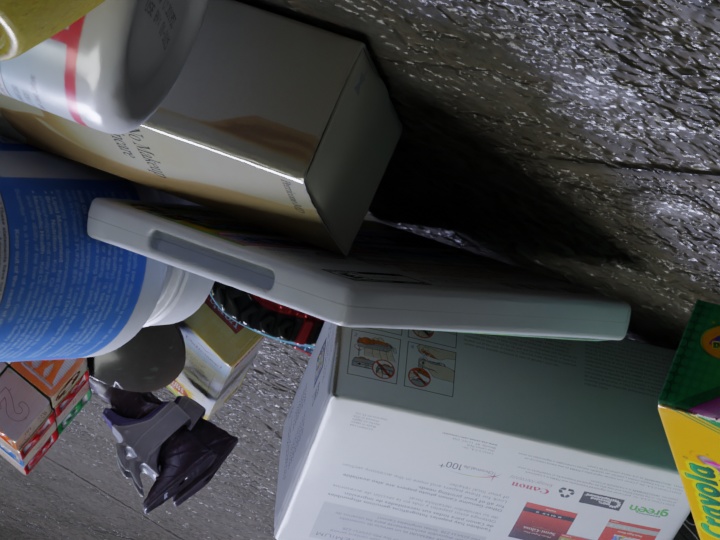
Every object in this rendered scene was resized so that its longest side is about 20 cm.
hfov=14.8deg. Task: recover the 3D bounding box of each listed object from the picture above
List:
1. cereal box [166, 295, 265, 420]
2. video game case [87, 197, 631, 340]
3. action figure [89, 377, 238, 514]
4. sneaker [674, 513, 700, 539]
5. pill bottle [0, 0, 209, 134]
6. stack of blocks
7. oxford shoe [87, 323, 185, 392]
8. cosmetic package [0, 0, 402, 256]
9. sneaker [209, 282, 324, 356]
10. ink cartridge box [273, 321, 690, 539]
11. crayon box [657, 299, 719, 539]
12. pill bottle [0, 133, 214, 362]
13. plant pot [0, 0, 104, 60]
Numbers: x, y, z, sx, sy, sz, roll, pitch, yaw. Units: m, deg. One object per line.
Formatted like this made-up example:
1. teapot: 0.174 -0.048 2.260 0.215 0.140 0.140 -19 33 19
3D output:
1. cereal box: -0.123 0.014 1.640 0.144 0.040 0.200 45 165 3
2. video game case: 0.000 0.000 1.328 0.199 0.022 0.181 4 -169 -46
3. action figure: -0.161 0.049 1.632 0.200 0.069 0.130 48 175 11
4. sneaker: 0.114 0.118 1.618 0.199 0.087 0.080 16 162 29
5. pill bottle: -0.166 -0.137 1.130 0.199 0.109 0.109 20 165 12
6. stack of blocks: -0.238 0.017 1.490 0.200 0.059 0.115 39 168 5
7. oxford shoe: -0.170 -0.014 1.533 0.200 0.071 0.071 45 -161 -17
8. cosmetic package: -0.090 -0.083 1.269 0.199 0.071 0.105 19 165 19
9. sneaker: 0.003 0.023 1.532 0.199 0.080 0.096 32 -179 -13
10. ink cartridge box: 0.061 0.105 1.454 0.198 0.084 0.176 13 139 -9
11. crayon box: 0.215 0.095 1.308 0.118 0.059 0.200 15 157 22
12. pill bottle: -0.165 -0.011 1.365 0.112 0.113 0.199 11 -173 41
13. plant pot: -0.130 -0.157 0.940 0.199 0.143 0.200 22 165 6
